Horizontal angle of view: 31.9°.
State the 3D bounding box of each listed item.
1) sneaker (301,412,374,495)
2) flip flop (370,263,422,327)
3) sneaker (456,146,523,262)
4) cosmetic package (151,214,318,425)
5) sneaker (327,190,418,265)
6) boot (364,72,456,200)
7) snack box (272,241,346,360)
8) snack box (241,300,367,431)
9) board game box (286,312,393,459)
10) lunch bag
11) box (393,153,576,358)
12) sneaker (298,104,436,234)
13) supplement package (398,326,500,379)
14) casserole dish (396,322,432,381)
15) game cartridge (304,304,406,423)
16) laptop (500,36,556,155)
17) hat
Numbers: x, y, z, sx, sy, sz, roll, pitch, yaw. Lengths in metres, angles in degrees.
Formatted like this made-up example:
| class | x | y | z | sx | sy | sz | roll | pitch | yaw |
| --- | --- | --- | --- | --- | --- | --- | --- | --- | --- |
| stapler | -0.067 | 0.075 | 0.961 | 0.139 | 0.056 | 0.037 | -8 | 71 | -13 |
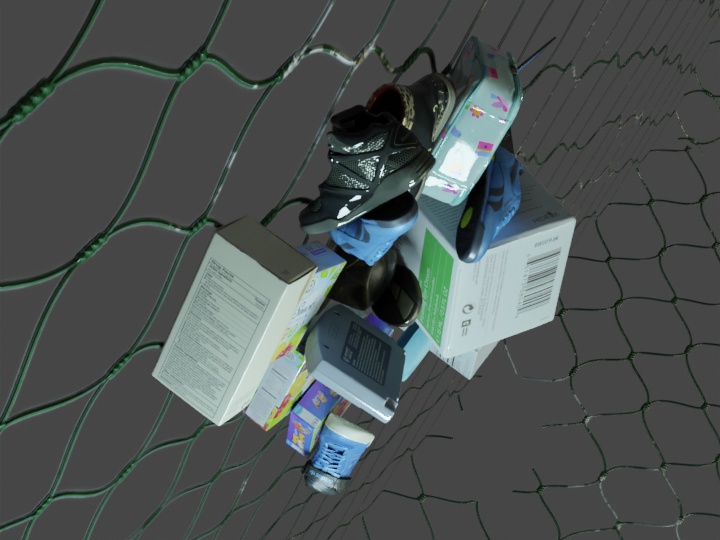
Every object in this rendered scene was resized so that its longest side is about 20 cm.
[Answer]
| class | x | y | z | sx | sy | sz | roll | pitch | yaw |
| --- | --- | --- | --- | --- | --- | --- | --- | --- | --- |
| sneaker | -0.037 | 0.276 | 1.845 | 0.112 | 0.076 | 0.200 | -63 | 177 | -10 |
| flip flop | 0.043 | 0.032 | 1.792 | 0.082 | 0.057 | 0.200 | -60 | -155 | -2 |
| sneaker | 0.178 | -0.082 | 1.659 | 0.066 | 0.078 | 0.201 | -45 | -158 | 46 |
| cosmetic package | -0.137 | 0.054 | 1.355 | 0.201 | 0.105 | 0.071 | -60 | 167 | 28 |
| sneaker | 0.024 | -0.048 | 1.506 | 0.066 | 0.079 | 0.200 | -34 | -165 | -22 |
| boot | 0.035 | -0.144 | 1.534 | 0.153 | 0.073 | 0.205 | -20 | 137 | -63 |
| snack box | -0.104 | 0.046 | 1.515 | 0.143 | 0.053 | 0.200 | -60 | 167 | 19 |
| snack box | -0.079 | 0.133 | 1.834 | 0.143 | 0.053 | 0.200 | -59 | 167 | 27 |
| board game box | -0.032 | 0.174 | 1.894 | 0.200 | 0.045 | 0.135 | -51 | 169 | -24 |
| lunch bag | 0.140 | -0.199 | 1.647 | 0.201 | 0.077 | 0.161 | -60 | -166 | 29 |
| box | 0.169 | -0.023 | 1.800 | 0.198 | 0.172 | 0.200 | -17 | 136 | -23 |
| sneaker | -0.016 | -0.119 | 1.441 | 0.199 | 0.115 | 0.076 | -29 | -168 | 43 |
| supplement package | 0.165 | 0.034 | 2.117 | 0.192 | 0.199 | 0.147 | -49 | 166 | -19 |
| casserole dish | 0.094 | 0.100 | 1.967 | 0.201 | 0.039 | 0.121 | -54 | -176 | 1 |
| game cartridge | -0.007 | 0.113 | 1.623 | 0.042 | 0.132 | 0.200 | -59 | -176 | 19 |
| laptop | 0.233 | -0.228 | 1.885 | 0.177 | 0.102 | 0.202 | -42 | 127 | -56 |
| hat | 0.000 | 0.000 | 1.731 | 0.201 | 0.081 | 0.201 | -51 | 167 | -17 |
